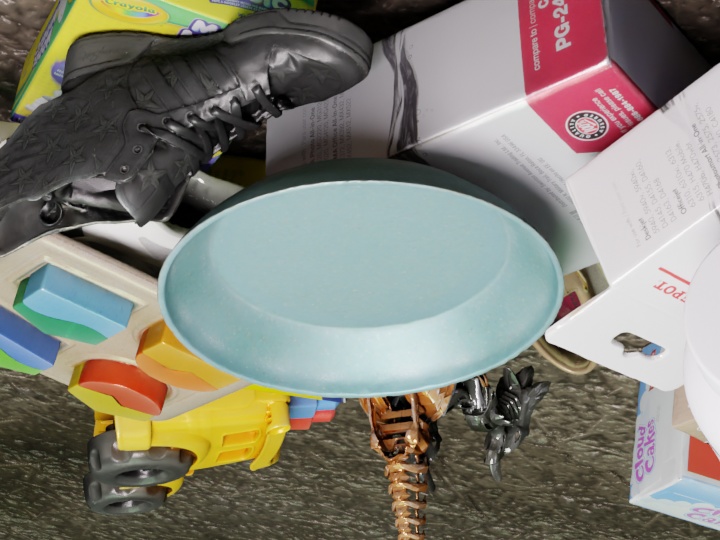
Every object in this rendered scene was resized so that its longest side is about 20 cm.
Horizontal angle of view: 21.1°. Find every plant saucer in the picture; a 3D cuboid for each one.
[{"bbox_3d":[0.000,0.000,0.954,0.199,0.036,0.200,0,148,0],"label":"plant saucer"}]

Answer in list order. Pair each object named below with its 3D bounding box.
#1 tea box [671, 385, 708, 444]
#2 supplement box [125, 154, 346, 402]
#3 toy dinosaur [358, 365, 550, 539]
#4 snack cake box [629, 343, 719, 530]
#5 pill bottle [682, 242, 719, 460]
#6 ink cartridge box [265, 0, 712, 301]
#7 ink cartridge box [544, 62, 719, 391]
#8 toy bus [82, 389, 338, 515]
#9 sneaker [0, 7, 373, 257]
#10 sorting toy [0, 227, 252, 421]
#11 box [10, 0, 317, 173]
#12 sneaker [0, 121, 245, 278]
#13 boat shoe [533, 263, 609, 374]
[{"bbox_3d":[0.313,0.038,1.072,0.196,0.134,0.200,24,150,-28],"label":"tea box"},{"bbox_3d":[-0.099,-0.001,1.170,0.199,0.109,0.110,8,154,5],"label":"supplement box"},{"bbox_3d":[0.032,0.068,1.154,0.102,0.200,0.136,13,161,35],"label":"toy dinosaur"},{"bbox_3d":[0.282,0.120,1.271,0.200,0.115,0.067,19,153,-17],"label":"snack cake box"},{"bbox_3d":[0.210,0.057,0.866,0.113,0.113,0.200,-2,154,23],"label":"pill bottle"},{"bbox_3d":[0.070,-0.061,0.974,0.200,0.084,0.145,-22,142,28],"label":"ink cartridge box"},{"bbox_3d":[0.178,-0.034,0.884,0.200,0.067,0.116,-38,142,26],"label":"ink cartridge box"},{"bbox_3d":[-0.100,0.087,1.351,0.191,0.136,0.200,-2,159,-13],"label":"toy bus"},{"bbox_3d":[-0.092,-0.064,0.939,0.199,0.104,0.060,-2,152,23],"label":"sneaker"},{"bbox_3d":[-0.149,0.041,1.096,0.200,0.037,0.185,22,154,-26],"label":"sorting toy"},{"bbox_3d":[-0.101,-0.119,1.004,0.117,0.048,0.200,18,152,-16],"label":"box"},{"bbox_3d":[-0.149,-0.050,1.037,0.200,0.074,0.088,12,155,-26],"label":"sneaker"},{"bbox_3d":[0.101,-0.004,1.139,0.074,0.067,0.200,-7,147,34],"label":"boat shoe"}]
